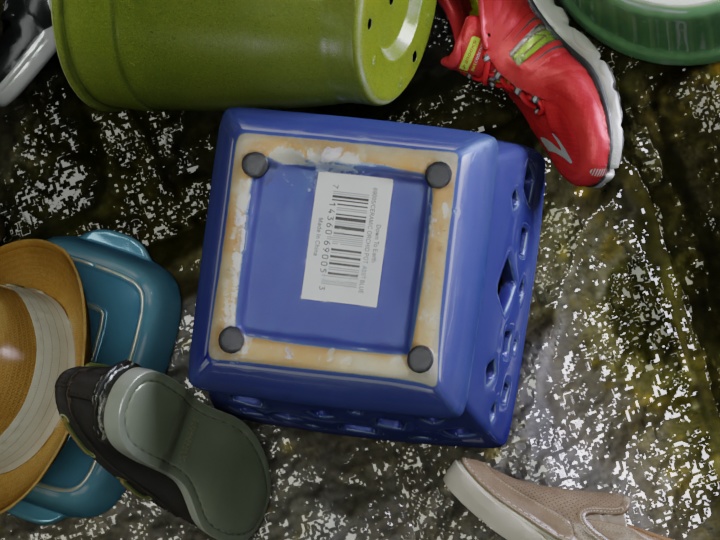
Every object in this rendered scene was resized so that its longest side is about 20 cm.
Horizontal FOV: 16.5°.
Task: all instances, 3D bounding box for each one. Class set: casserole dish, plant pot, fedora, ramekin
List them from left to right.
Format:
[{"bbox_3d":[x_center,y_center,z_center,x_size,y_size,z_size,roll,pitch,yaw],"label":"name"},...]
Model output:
[{"bbox_3d":[-0.253,0.061,1.572,0.200,0.082,0.202,-21,60,42],"label":"fedora"},{"bbox_3d":[-0.194,0.068,1.635,0.120,0.039,0.201,17,87,12],"label":"casserole dish"},{"bbox_3d":[-0.060,-0.181,1.542,0.192,0.200,0.202,13,85,21],"label":"plant pot"},{"bbox_3d":[0.000,0.000,1.539,0.199,0.180,0.201,7,85,11],"label":"plant pot"},{"bbox_3d":[0.205,-0.238,1.574,0.199,0.098,0.202,-1,83,9],"label":"ramekin"}]

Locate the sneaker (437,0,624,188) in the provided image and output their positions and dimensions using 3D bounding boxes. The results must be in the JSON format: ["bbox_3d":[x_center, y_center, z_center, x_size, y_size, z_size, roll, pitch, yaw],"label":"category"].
[{"bbox_3d":[0.095,-0.130,1.576,0.085,0.077,0.201,-14,63,-32],"label":"sneaker"}]

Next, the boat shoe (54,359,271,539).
[{"bbox_3d":[-0.120,0.110,1.549,0.060,0.201,0.072,12,68,31],"label":"boat shoe"}]

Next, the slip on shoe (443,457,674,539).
[{"bbox_3d":[0.148,0.164,1.547,0.199,0.076,0.061,32,94,8],"label":"slip on shoe"}]

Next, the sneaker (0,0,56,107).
[{"bbox_3d":[-0.223,-0.217,1.640,0.112,0.073,0.201,34,80,-14],"label":"sneaker"}]

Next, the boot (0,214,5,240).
[{"bbox_3d":[-0.346,-0.042,1.655,0.200,0.072,0.155,43,91,17],"label":"boot"}]
